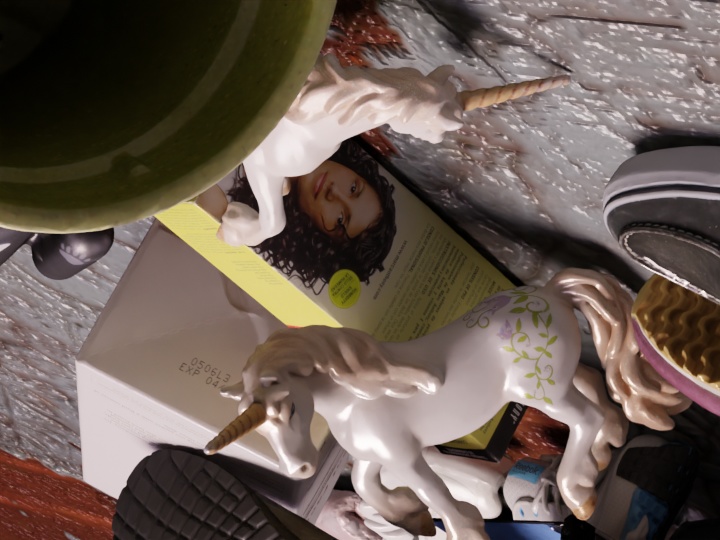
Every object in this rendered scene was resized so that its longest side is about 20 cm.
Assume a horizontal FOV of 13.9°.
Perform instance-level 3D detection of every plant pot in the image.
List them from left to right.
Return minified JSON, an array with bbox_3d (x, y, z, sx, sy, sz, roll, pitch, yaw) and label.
[{"bbox_3d":[-0.132,-0.121,1.042,0.200,0.201,0.184,38,170,-23],"label":"plant pot"}]

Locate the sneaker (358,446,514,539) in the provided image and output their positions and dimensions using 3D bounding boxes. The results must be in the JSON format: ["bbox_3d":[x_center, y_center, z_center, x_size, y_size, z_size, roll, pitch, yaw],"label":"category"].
[{"bbox_3d":[0.054,0.140,1.579,0.081,0.075,0.200,11,159,15],"label":"sneaker"}]

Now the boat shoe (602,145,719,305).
[{"bbox_3d":[0.168,0.010,1.081,0.199,0.071,0.072,17,158,33],"label":"boat shoe"}]

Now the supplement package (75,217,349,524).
[{"bbox_3d":[-0.059,0.052,1.434,0.121,0.120,0.200,27,160,5],"label":"supplement package"}]

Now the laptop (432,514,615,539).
[{"bbox_3d":[0.129,0.200,1.326,0.187,0.201,0.116,32,129,-21],"label":"laptop"}]

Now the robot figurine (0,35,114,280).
[{"bbox_3d":[-0.194,-0.060,1.351,0.200,0.124,0.151,146,108,-68],"label":"robot figurine"}]

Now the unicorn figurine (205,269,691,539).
[{"bbox_3d":[0.031,0.060,1.247,0.074,0.200,0.138,36,156,58],"label":"unicorn figurine"}]

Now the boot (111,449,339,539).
[{"bbox_3d":[-0.015,0.155,1.355,0.200,0.070,0.132,30,179,37],"label":"boot"}]

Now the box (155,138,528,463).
[{"bbox_3d":[0.000,0.000,1.293,0.200,0.076,0.050,40,159,-30],"label":"box"}]

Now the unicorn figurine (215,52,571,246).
[{"bbox_3d":[-0.038,-0.074,1.153,0.200,0.074,0.137,35,150,2],"label":"unicorn figurine"}]

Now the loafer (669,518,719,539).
[{"bbox_3d":[0.231,0.140,1.343,0.199,0.072,0.063,14,141,25],"label":"loafer"}]

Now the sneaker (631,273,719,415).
[{"bbox_3d":[0.198,0.055,1.146,0.199,0.075,0.090,20,154,27],"label":"sneaker"}]

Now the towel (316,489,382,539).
[{"bbox_3d":[0.015,0.190,1.808,0.191,0.032,0.200,36,160,-20],"label":"towel"}]

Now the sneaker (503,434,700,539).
[{"bbox_3d":[0.109,0.118,1.440,0.086,0.075,0.200,32,161,10],"label":"sneaker"}]
